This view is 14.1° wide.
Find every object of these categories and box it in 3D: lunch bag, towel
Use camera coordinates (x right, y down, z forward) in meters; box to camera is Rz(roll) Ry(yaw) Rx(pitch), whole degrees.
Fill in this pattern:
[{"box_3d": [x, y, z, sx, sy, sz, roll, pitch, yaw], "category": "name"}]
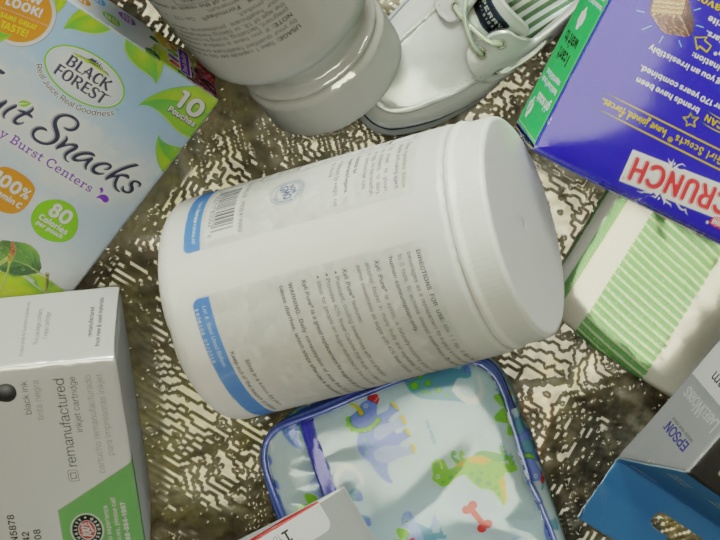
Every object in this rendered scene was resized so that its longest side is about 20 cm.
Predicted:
[{"box_3d": [0.035, 0.157, 1.675, 0.160, 0.082, 0.201, -17, 89, 4], "category": "lunch bag"}, {"box_3d": [0.223, 0.012, 1.698, 0.200, 0.023, 0.153, 32, 92, -1], "category": "towel"}]

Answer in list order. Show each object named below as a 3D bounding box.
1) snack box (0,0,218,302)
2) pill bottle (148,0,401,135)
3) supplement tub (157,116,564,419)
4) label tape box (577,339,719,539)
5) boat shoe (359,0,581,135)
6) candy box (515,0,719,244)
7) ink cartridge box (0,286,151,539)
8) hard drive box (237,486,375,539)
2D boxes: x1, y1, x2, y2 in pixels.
[{"box_3d": [-0.195, -0.066, 1.642, 0.142, 0.053, 0.200, 32, 108, -21], "category": "snack box"}, {"box_3d": [-0.060, -0.168, 1.610, 0.114, 0.114, 0.200, -38, 134, 1], "category": "pill bottle"}, {"box_3d": [0.000, 0.000, 1.623, 0.199, 0.132, 0.132, -14, 91, 19], "category": "supplement tub"}, {"box_3d": [0.240, 0.107, 1.636, 0.143, 0.066, 0.200, 34, 99, -30], "category": "label tape box"}, {"box_3d": [0.076, -0.151, 1.674, 0.200, 0.067, 0.074, -39, 90, 1], "category": "boat shoe"}, {"box_3d": [0.207, -0.125, 1.624, 0.169, 0.077, 0.200, 26, 99, -9], "category": "candy box"}, {"box_3d": [-0.226, 0.098, 1.650, 0.199, 0.084, 0.147, -6, 119, 1], "category": "ink cartridge box"}, {"box_3d": [-0.088, 0.205, 1.592, 0.156, 0.200, 0.077, -29, 88, -31], "category": "hard drive box"}]
